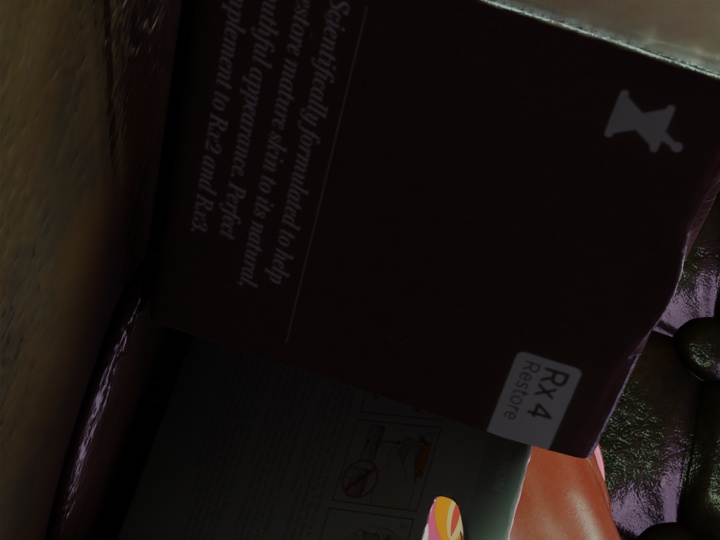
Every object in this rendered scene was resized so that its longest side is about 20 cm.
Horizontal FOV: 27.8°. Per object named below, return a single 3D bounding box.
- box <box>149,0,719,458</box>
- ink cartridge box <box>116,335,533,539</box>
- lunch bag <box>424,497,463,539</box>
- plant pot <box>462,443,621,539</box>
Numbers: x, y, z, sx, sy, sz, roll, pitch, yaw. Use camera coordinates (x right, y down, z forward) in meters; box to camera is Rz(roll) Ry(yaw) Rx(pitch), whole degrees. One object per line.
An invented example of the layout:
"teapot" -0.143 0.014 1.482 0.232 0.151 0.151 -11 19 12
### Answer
"box" 0.040 -0.078 0.518 0.201 0.163 0.167 -70 177 -48
"ink cartridge box" -0.018 0.114 0.564 0.044 0.172 0.201 49 52 -49
"lunch bag" -0.026 0.110 0.722 0.176 0.081 0.201 50 44 -31
"plant pot" 0.080 0.189 0.876 0.195 0.199 0.202 -111 -144 -67
